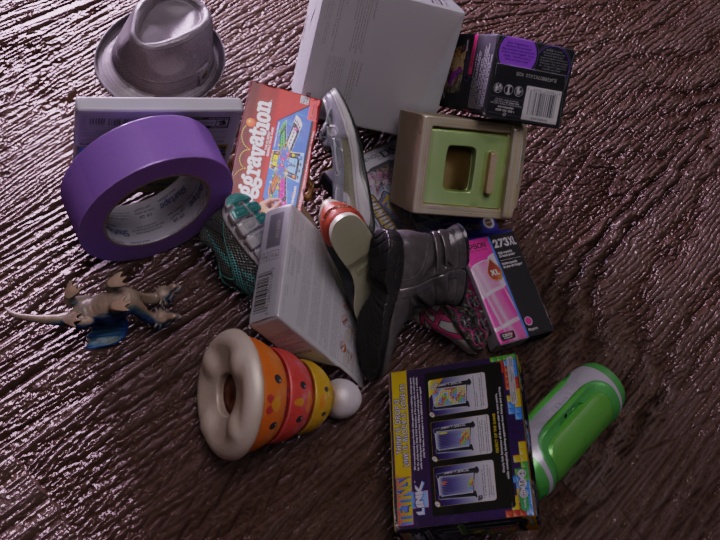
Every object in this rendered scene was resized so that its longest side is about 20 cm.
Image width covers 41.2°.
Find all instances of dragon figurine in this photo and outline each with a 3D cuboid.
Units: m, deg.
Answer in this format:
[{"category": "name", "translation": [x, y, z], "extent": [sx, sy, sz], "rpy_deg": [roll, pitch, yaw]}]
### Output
[{"category": "dragon figurine", "translation": [-0.309, 0.053, 1.136], "extent": [0.197, 0.100, 0.060], "rpy_deg": [-17, 65, -5]}]

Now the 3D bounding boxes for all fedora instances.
[{"category": "fedora", "translation": [-0.279, -0.328, 1.366], "extent": [0.176, 0.091, 0.200], "rpy_deg": [40, 56, 9]}]

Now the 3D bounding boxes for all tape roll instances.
[{"category": "tape roll", "translation": [-0.257, -0.096, 1.161], "extent": [0.198, 0.201, 0.066], "rpy_deg": [-19, 66, -28]}]

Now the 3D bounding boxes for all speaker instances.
[{"category": "speaker", "translation": [0.253, 0.203, 1.216], "extent": [0.088, 0.089, 0.199], "rpy_deg": [45, 56, 12]}]

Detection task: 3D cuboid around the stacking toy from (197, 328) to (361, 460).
[{"category": "stacking toy", "translation": [-0.081, 0.145, 1.131], "extent": [0.198, 0.146, 0.148], "rpy_deg": [4, 56, -35]}]

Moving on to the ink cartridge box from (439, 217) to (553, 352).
[{"category": "ink cartridge box", "translation": [0.188, 0.007, 1.332], "extent": [0.093, 0.037, 0.202], "rpy_deg": [-12, 70, -26]}]

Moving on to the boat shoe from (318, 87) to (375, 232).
[{"category": "boat shoe", "translation": [-0.027, -0.144, 1.299], "extent": [0.064, 0.074, 0.205], "rpy_deg": [-12, 92, 4]}]

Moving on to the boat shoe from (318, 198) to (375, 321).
[{"category": "boat shoe", "translation": [0.000, 0.000, 1.205], "extent": [0.071, 0.202, 0.063], "rpy_deg": [-31, 34, -10]}]

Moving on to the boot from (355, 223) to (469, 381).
[{"category": "boot", "translation": [0.071, 0.043, 1.183], "extent": [0.130, 0.203, 0.070], "rpy_deg": [-1, 25, -28]}]

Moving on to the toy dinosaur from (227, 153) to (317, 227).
[{"category": "toy dinosaur", "translation": [-0.097, -0.092, 1.314], "extent": [0.199, 0.060, 0.107], "rpy_deg": [40, 68, -4]}]

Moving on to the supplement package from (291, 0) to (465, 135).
[{"category": "supplement package", "translation": [0.019, -0.316, 1.374], "extent": [0.197, 0.194, 0.148], "rpy_deg": [10, 25, -13]}]

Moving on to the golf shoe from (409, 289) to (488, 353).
[{"category": "golf shoe", "translation": [0.089, 0.038, 1.274], "extent": [0.200, 0.092, 0.073], "rpy_deg": [47, 40, -13]}]

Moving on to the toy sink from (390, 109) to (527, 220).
[{"category": "toy sink", "translation": [0.154, -0.144, 1.320], "extent": [0.197, 0.112, 0.133], "rpy_deg": [4, 102, -18]}]

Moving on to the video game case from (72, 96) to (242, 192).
[{"category": "video game case", "translation": [-0.260, -0.155, 1.208], "extent": [0.197, 0.182, 0.023], "rpy_deg": [-4, 63, -21]}]

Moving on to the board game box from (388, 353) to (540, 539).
[{"category": "board game box", "translation": [0.120, 0.211, 1.138], "extent": [0.163, 0.057, 0.203], "rpy_deg": [-10, 57, 15]}]

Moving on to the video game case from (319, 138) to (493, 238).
[{"category": "video game case", "translation": [0.067, -0.094, 1.376], "extent": [0.179, 0.026, 0.201], "rpy_deg": [-27, 71, -31]}]

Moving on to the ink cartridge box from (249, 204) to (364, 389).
[{"category": "ink cartridge box", "translation": [-0.056, 0.039, 1.196], "extent": [0.047, 0.200, 0.162], "rpy_deg": [-14, 52, 26]}]

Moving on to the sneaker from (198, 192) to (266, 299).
[{"category": "sneaker", "translation": [-0.133, 0.004, 1.222], "extent": [0.202, 0.091, 0.077], "rpy_deg": [61, 32, -4]}]

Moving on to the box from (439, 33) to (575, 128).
[{"category": "box", "translation": [0.192, -0.266, 1.332], "extent": [0.120, 0.108, 0.200], "rpy_deg": [7, 12, -18]}]

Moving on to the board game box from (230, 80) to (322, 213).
[{"category": "board game box", "translation": [-0.118, -0.147, 1.279], "extent": [0.101, 0.019, 0.203], "rpy_deg": [13, 74, -12]}]
